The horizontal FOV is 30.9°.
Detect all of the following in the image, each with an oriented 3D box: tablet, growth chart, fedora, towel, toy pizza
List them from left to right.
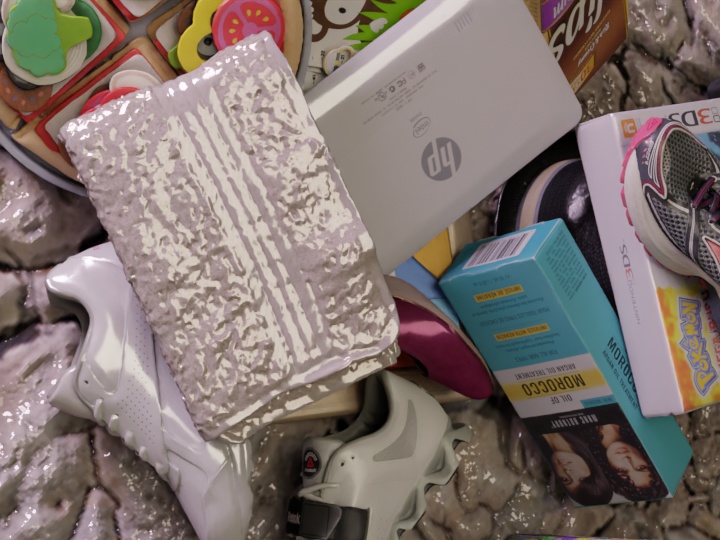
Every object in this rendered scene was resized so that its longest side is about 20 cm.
[{"bbox_3d":[-0.123,-0.131,0.723,0.200,0.032,0.201,-5,112,-12],"label":"toy pizza"},{"bbox_3d":[-0.067,-0.015,0.716,0.132,0.034,0.200,-26,97,-11],"label":"towel"},{"bbox_3d":[-0.003,-0.153,0.795,0.199,0.018,0.145,-7,116,-25],"label":"growth chart"},{"bbox_3d":[0.038,-0.087,0.817,0.200,0.014,0.130,-38,115,-7],"label":"tablet"},{"bbox_3d":[0.191,-0.011,0.930,0.200,0.092,0.201,6,79,-29],"label":"fedora"}]

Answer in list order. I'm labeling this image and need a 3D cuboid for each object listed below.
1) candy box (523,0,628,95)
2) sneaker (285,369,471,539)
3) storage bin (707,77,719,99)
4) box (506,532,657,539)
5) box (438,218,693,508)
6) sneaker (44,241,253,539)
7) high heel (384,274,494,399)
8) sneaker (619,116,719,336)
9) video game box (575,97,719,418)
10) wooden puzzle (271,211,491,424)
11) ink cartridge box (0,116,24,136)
[{"bbox_3d":[0.134,-0.212,0.890,0.117,0.056,0.200,-47,149,-27],"label":"candy box"},{"bbox_3d":[-0.017,0.149,0.798,0.088,0.074,0.200,44,60,-20],"label":"sneaker"},{"bbox_3d":[0.372,-0.110,1.037,0.134,0.146,0.200,-27,96,-2],"label":"storage bin"},{"bbox_3d":[0.175,0.274,0.810,0.193,0.200,0.122,49,63,-12],"label":"box"},{"bbox_3d":[0.139,0.067,0.873,0.200,0.082,0.049,58,44,-18],"label":"box"},{"bbox_3d":[-0.129,0.077,0.760,0.099,0.078,0.200,-20,86,-20],"label":"sneaker"},{"bbox_3d":[-0.002,0.041,0.802,0.096,0.067,0.200,-47,115,-1],"label":"high heel"},{"bbox_3d":[0.241,-0.018,0.812,0.200,0.075,0.081,48,64,-12],"label":"sneaker"},{"bbox_3d":[0.247,-0.018,0.884,0.182,0.047,0.201,-12,87,-28],"label":"video game box"},{"bbox_3d":[0.000,0.000,0.856,0.199,0.037,0.186,-4,83,-29],"label":"wooden puzzle"},{"bbox_3d":[-0.204,-0.213,0.780,0.198,0.047,0.200,51,61,-10],"label":"ink cartridge box"}]
